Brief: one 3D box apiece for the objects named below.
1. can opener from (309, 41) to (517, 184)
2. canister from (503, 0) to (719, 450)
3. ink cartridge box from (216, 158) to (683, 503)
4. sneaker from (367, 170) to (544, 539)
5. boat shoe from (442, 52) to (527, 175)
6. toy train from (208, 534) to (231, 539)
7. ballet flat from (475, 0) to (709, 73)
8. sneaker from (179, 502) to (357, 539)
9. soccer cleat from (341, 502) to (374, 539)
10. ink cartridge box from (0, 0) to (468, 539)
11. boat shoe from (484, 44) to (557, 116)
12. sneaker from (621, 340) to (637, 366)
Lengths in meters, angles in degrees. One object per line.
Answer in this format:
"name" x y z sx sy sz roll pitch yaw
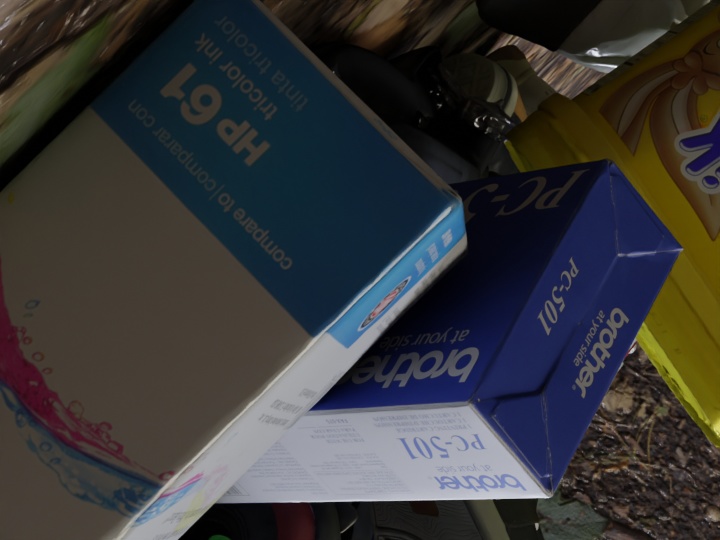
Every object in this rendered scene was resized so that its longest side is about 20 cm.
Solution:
"can opener" 0.011 -0.043 0.804 0.079 0.063 0.200 -44 176 3
"canister" 0.176 -0.048 0.885 0.200 0.149 0.087 -36 -169 1
"ink cartridge box" -0.004 0.023 0.732 0.200 0.044 0.094 -7 -137 48
"sneaker" 0.056 0.067 0.923 0.075 0.200 0.106 6 -148 46
"boat shoe" 0.000 0.000 0.972 0.200 0.062 0.075 -47 -140 -3
"toy train" -0.076 0.102 0.761 0.200 0.056 0.042 26 105 -45
"ballet flat" 0.104 -0.116 0.938 0.073 0.073 0.200 -46 175 23
"sneaker" -0.085 0.131 0.893 0.098 0.071 0.200 11 145 -41
"soccer cleat" -0.007 0.129 0.969 0.073 0.068 0.200 46 54 -47
"ink cartridge box" -0.071 0.031 0.611 0.200 0.085 0.145 -46 175 -1
"boat shoe" 0.017 -0.017 1.089 0.200 0.063 0.073 -44 176 2
"sneaker" 0.116 0.005 1.023 0.200 0.071 0.112 -59 146 -5
